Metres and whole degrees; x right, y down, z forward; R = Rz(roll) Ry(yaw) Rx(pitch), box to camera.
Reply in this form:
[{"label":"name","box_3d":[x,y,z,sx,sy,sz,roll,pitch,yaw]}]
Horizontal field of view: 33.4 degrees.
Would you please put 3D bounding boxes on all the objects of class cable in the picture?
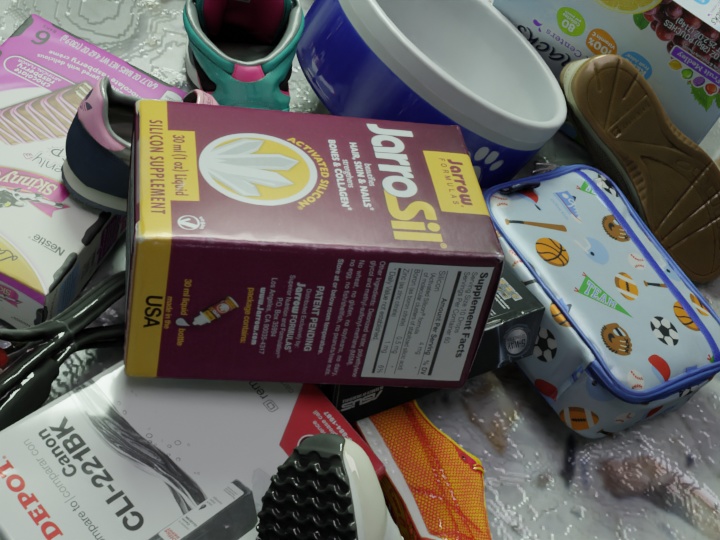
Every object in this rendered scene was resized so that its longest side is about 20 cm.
[{"label":"cable","box_3d":[-0.198,0.047,0.714,0.050,0.098,0.200,3,37,32]}]

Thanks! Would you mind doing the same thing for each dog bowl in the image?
[{"label":"dog bowl","box_3d":[0.052,-0.149,0.887,0.199,0.079,0.201,30,31,-20]}]

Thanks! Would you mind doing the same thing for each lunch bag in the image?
[{"label":"lunch bag","box_3d":[0.164,0.013,0.853,0.159,0.076,0.201,-14,62,-36]}]

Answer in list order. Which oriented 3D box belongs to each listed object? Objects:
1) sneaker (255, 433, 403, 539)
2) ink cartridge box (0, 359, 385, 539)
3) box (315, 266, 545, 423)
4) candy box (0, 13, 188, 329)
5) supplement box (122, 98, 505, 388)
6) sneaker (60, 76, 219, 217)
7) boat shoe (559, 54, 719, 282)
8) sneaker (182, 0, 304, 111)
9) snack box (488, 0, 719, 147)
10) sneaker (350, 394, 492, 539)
[{"label":"sneaker","box_3d":[0.005,0.174,0.645,0.070,0.202,0.093,0,14,37]},{"label":"ink cartridge box","box_3d":[-0.109,0.128,0.680,0.199,0.084,0.144,-31,69,-33]},{"label":"box","box_3d":[0.000,0.000,0.800,0.159,0.044,0.200,-17,47,-28]},{"label":"candy box","box_3d":[-0.216,-0.068,0.801,0.135,0.061,0.201,27,52,1]},{"label":"supplement box","box_3d":[-0.034,-0.015,0.689,0.198,0.104,0.131,3,40,-14]},{"label":"sneaker","box_3d":[-0.084,-0.070,0.757,0.198,0.082,0.071,5,47,-18]},{"label":"boat shoe","box_3d":[0.223,-0.081,0.926,0.071,0.065,0.201,-35,103,-3]},{"label":"sneaker","box_3d":[-0.090,-0.169,0.857,0.083,0.122,0.201,-5,42,-14]},{"label":"snack box","box_3d":[0.202,-0.180,0.948,0.199,0.169,0.068,38,54,9]},{"label":"sneaker","box_3d":[0.054,0.149,0.725,0.077,0.073,0.201,-15,61,-22]}]
